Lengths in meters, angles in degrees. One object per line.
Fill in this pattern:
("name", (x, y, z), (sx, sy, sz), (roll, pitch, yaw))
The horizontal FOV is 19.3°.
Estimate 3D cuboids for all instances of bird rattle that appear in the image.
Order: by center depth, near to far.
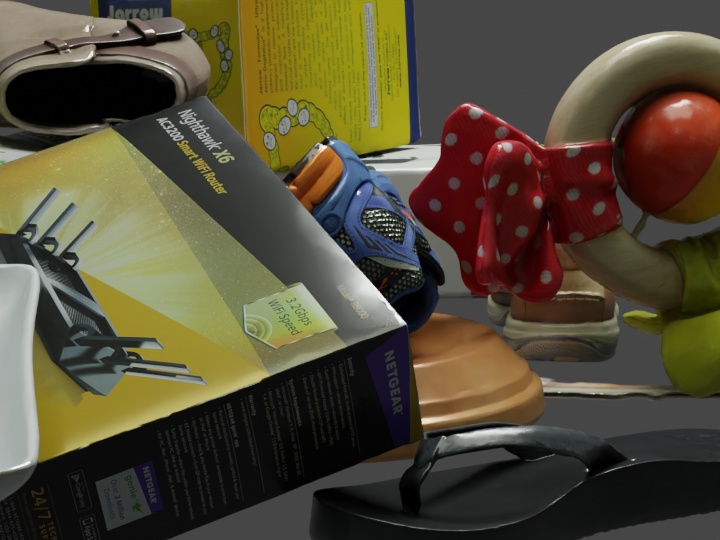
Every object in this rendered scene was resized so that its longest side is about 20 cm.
("bird rattle", (0.133, -0.036, 1.006), (0.199, 0.164, 0.113), (31, -6, -5))

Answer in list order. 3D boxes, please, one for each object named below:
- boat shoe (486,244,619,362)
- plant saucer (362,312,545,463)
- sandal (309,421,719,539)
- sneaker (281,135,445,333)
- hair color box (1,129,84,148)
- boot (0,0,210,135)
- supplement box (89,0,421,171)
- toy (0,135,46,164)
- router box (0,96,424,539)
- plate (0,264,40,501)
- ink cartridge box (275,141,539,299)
("boat shoe", (0.107, -0.001, 1.147), (0.075, 0.072, 0.200), (-2, 8, -2))
("plant saucer", (-0.015, 0.048, 0.961), (0.198, 0.038, 0.200), (-1, 8, 0))
("sandal", (0.064, 0.071, 0.768), (0.199, 0.043, 0.076), (-7, 10, -35))
("sneaker", (0.000, 0.000, 0.951), (0.075, 0.079, 0.200), (-44, -9, 5))
("hair color box", (-0.183, -0.033, 1.121), (0.199, 0.065, 0.109), (-18, 19, -25))
("boot", (-0.178, -0.101, 1.111), (0.198, 0.071, 0.146), (-8, 15, -4))
("supplement box", (-0.059, -0.120, 1.284), (0.108, 0.111, 0.200), (2, 10, 31))
("toy", (-0.127, -0.028, 1.000), (0.199, 0.048, 0.115), (16, 12, 20))
("router box", (-0.089, 0.019, 0.775), (0.156, 0.053, 0.200), (-20, 35, -17))
("plate", (-0.196, 0.040, 0.638), (0.198, 0.033, 0.200), (-1, 16, -9))
("ink cartridge box", (0.015, -0.032, 1.324), (0.198, 0.085, 0.144), (-2, 9, 4))
